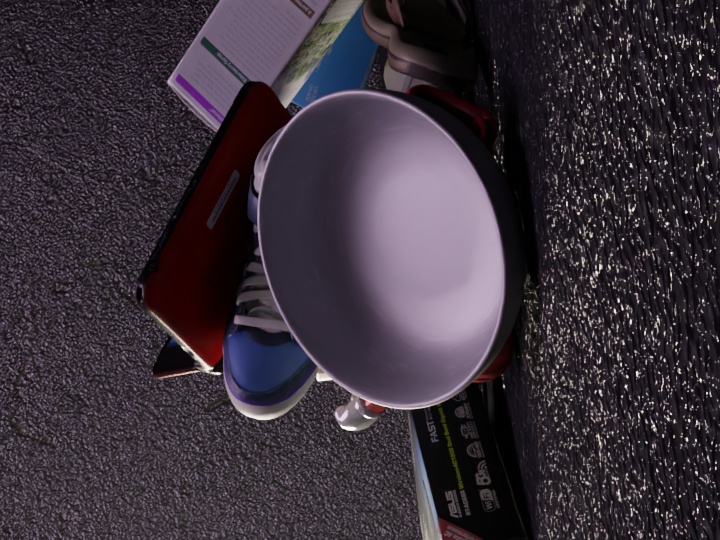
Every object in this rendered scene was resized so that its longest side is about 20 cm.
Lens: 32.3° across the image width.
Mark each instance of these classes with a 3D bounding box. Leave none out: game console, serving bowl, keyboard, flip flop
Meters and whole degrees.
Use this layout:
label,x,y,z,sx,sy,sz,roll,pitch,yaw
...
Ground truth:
label,x,y,z,sx,sy,sz,roll,pitch,yaw
game console,-0.124,-0.028,0.987,0.173,0.118,0.201,52,-125,-49
serving bowl,0.027,-0.018,0.785,0.066,0.199,0.202,-20,-71,-47
keyboard,0.098,0.064,1.036,0.127,0.020,0.202,-96,1,-65
flip flop,0.047,-0.182,0.896,0.200,0.080,0.058,-99,19,-66

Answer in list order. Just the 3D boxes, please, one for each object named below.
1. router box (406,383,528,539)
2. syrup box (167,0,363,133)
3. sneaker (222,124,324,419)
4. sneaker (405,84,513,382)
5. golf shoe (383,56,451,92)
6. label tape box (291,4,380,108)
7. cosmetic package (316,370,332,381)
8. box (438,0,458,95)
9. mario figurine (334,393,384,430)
label,x,y,z,sx,sy,sz,roll,pitch,yaw
router box,0.084,0.208,0.984,0.151,0.061,0.201,-103,4,-45
syrup box,-0.063,-0.206,1.006,0.081,0.200,0.079,43,-154,7
sneaker,-0.058,-0.013,0.884,0.147,0.080,0.201,79,-154,-57
sneaker,0.059,-0.030,0.828,0.201,0.078,0.116,62,153,12
golf shoe,0.031,-0.099,0.964,0.079,0.096,0.201,78,177,-49
label tape box,-0.013,-0.216,1.114,0.200,0.066,0.144,-83,14,-71
cosmetic package,0.020,-0.011,1.353,0.201,0.163,0.166,-97,1,-50
box,0.064,-0.186,1.120,0.201,0.036,0.144,81,-178,-56
mario figurine,0.003,0.055,0.964,0.106,0.124,0.200,40,175,-2
